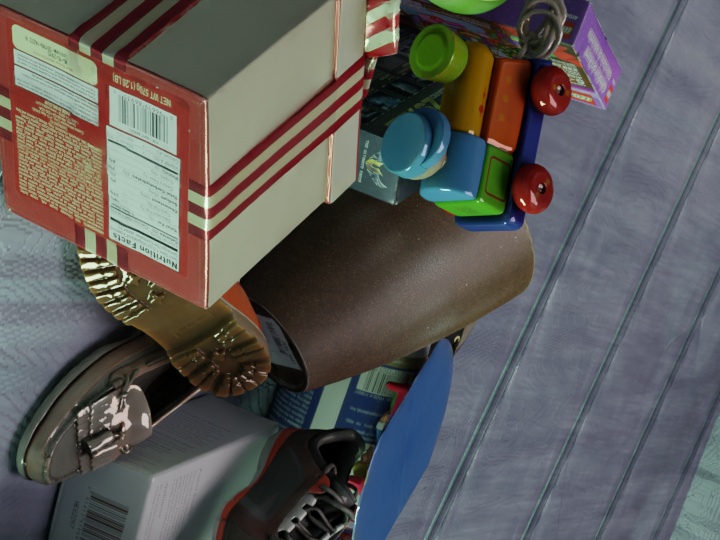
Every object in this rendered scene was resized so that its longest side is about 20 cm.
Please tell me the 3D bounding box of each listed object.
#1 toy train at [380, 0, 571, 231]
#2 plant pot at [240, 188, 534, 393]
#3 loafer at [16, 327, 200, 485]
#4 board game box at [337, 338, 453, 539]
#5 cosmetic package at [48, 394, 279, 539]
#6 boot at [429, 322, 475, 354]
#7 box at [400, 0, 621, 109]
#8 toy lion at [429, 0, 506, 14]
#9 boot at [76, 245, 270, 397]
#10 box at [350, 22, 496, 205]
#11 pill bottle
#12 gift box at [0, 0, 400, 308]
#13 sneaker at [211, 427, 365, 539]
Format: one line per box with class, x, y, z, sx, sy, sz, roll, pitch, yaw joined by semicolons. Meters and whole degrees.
toy train;0.079;-0.136;1.377;0.116;0.085;0.200;24;73;-45
plant pot;0.000;0.000;1.595;0.200;0.187;0.187;-38;147;-25
loafer;-0.157;0.087;1.430;0.200;0.063;0.072;-44;150;-45
board game box;0.019;0.141;1.645;0.158;0.039;0.200;94;21;-43
cosmetic package;-0.145;0.165;1.528;0.200;0.074;0.102;-16;124;-66
boot;0.056;0.042;1.874;0.200;0.073;0.151;-55;156;-39
box;0.090;-0.188;1.556;0.039;0.200;0.137;-67;158;-8
toy lion;0.036;-0.256;1.409;0.069;0.200;0.192;-27;-162;51
boot;-0.133;-0.009;1.397;0.200;0.075;0.107;55;16;-44
box;0.008;-0.124;1.486;0.200;0.158;0.051;-37;143;-53
pill bottle;-0.023;0.132;1.725;0.111;0.111;0.200;0;111;-67
gift box;-0.093;-0.120;1.220;0.187;0.185;0.200;-44;155;-41
sneaker;-0.047;0.180;1.509;0.077;0.082;0.200;56;33;-28
